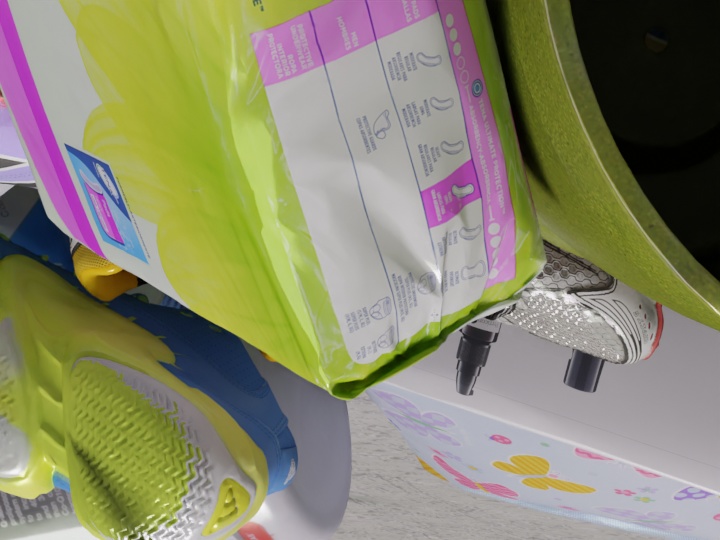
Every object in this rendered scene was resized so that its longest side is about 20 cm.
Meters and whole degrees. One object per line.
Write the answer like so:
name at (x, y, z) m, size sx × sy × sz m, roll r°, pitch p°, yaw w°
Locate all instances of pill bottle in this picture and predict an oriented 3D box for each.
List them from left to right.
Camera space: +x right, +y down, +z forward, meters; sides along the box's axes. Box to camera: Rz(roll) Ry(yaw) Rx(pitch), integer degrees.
pill bottle at (-0.114, 0.071, 0.951) m, size 0.200 × 0.116 × 0.116 m, roll -12°, pitch 156°, yaw 17°

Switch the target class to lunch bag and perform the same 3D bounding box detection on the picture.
lunch bag at (0.112, 0.034, 0.967) m, size 0.200 × 0.127 × 0.170 m, roll 14°, pitch 164°, yaw 23°

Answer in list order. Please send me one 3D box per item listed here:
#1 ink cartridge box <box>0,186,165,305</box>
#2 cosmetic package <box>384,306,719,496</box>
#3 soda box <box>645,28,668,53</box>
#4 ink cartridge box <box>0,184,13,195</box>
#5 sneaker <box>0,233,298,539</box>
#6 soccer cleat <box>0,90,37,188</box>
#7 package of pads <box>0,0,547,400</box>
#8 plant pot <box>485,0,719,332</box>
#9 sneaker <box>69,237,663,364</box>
ink cartridge box at (-0.191, -0.016, 0.876) m, size 0.200 × 0.084 × 0.146 m, roll -19°, pitch 116°, yaw 19°
cosmetic package at (0.101, 0.027, 0.840) m, size 0.200 × 0.083 × 0.051 m, roll 17°, pitch -173°, yaw 21°
soda box at (0.120, -0.072, 0.721) m, size 0.200 × 0.068 × 0.064 m, roll 14°, pitch 163°, yaw -9°
ink cartridge box at (-0.199, -0.021, 0.778) m, size 0.200 × 0.095 × 0.037 m, roll -36°, pitch 156°, yaw 23°
sneaker at (-0.105, 0.031, 0.801) m, size 0.200 × 0.076 × 0.105 m, roll 35°, pitch -165°, yaw 23°
soccer cleat at (-0.070, -0.049, 0.680) m, size 0.200 × 0.068 × 0.073 m, roll 10°, pitch -176°, yaw -10°
package of pads at (-0.041, -0.082, 0.535) m, size 0.154 × 0.068 × 0.200 m, roll 27°, pitch 139°, yaw 54°
plant pot at (0.104, -0.067, 0.578) m, size 0.200 × 0.200 × 0.193 m, roll 16°, pitch 174°, yaw -15°
sneaker at (0.000, 0.000, 0.773) m, size 0.200 × 0.082 × 0.078 m, roll 15°, pitch 158°, yaw -2°
